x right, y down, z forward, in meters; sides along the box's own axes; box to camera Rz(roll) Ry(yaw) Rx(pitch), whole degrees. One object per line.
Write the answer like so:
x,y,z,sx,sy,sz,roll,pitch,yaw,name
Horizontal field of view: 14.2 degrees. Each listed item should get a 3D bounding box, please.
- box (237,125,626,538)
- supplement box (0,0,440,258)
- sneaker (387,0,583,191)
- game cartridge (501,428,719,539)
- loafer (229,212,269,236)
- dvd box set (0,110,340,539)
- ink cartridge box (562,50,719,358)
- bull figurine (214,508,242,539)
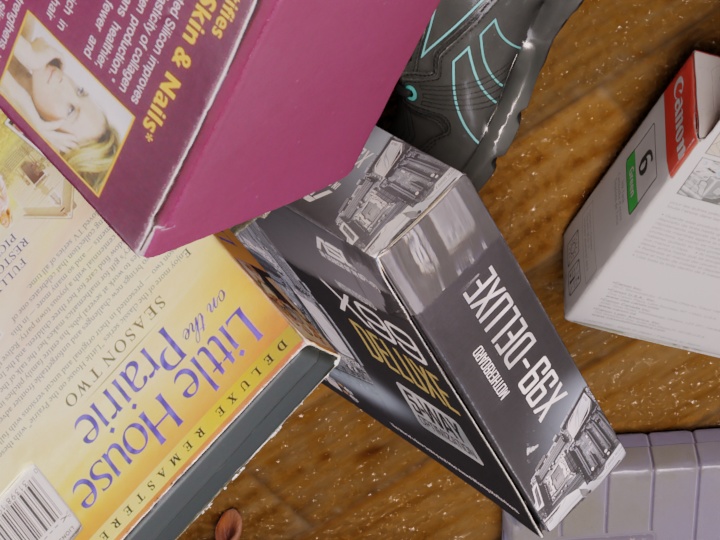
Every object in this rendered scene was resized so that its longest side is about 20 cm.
0.000,0.000,1.123,0.050,0.200,0.158,-42,129,-13,box
-0.076,-0.125,0.894,0.103,0.200,0.131,-23,153,-45,supplement box
0.044,-0.106,1.123,0.079,0.075,0.200,25,116,-12,sneaker
0.130,0.154,1.369,0.129,0.038,0.200,0,131,1,game cartridge
-0.085,-0.004,1.000,0.200,0.070,0.075,-33,144,25,loafer
-0.116,0.011,0.951,0.146,0.200,0.029,-48,152,10,dvd box set
0.169,-0.040,1.166,0.109,0.050,0.200,13,141,-15,ink cartridge box
0.005,0.180,1.345,0.121,0.065,0.200,8,154,43,bull figurine
